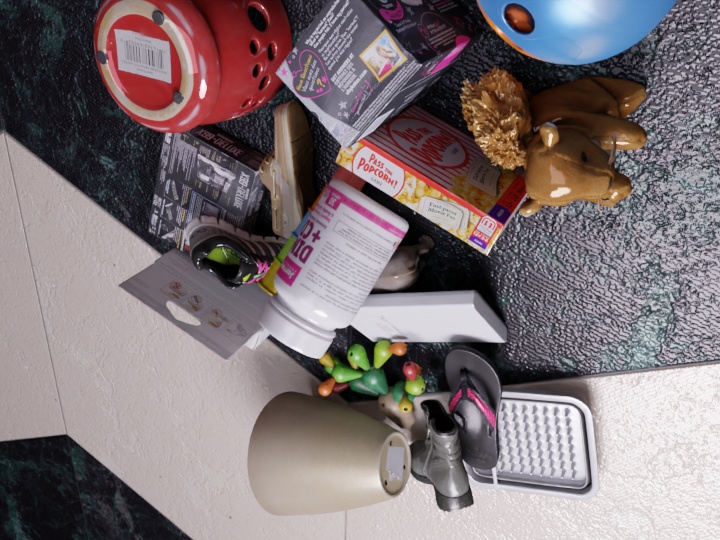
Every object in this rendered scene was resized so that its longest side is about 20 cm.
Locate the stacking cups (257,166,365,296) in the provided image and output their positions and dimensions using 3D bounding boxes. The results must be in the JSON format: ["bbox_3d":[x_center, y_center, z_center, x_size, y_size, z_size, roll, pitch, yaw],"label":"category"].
[{"bbox_3d":[-0.061,-0.052,0.987,0.060,0.060,0.201,34,99,8],"label":"stacking cups"}]

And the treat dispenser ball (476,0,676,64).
[{"bbox_3d":[0.198,-0.292,0.682,0.199,0.201,0.202,13,121,22],"label":"treat dispenser ball"}]

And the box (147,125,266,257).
[{"bbox_3d":[-0.226,-0.108,1.104,0.157,0.050,0.201,29,126,11],"label":"box"}]

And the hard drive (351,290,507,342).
[{"bbox_3d":[0.080,0.064,1.000,0.199,0.027,0.132,-3,154,29],"label":"hard drive"}]

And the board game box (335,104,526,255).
[{"bbox_3d":[0.092,-0.116,0.865,0.199,0.152,0.046,32,126,9],"label":"board game box"}]

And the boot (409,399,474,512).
[{"bbox_3d":[0.108,0.240,1.060,0.067,0.200,0.132,-11,99,-11],"label":"boot"}]

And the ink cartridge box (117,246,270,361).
[{"bbox_3d":[-0.231,0.051,1.114,0.199,0.174,0.044,33,126,9],"label":"ink cartridge box"}]

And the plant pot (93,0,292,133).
[{"bbox_3d":[-0.211,-0.273,0.929,0.199,0.183,0.202,14,124,22],"label":"plant pot"}]

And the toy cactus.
[{"bbox_3d":[0.029,0.175,1.088,0.199,0.103,0.165,-7,130,40],"label":"toy cactus"}]

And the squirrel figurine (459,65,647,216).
[{"bbox_3d":[0.190,-0.128,0.783,0.199,0.187,0.142,23,125,16],"label":"squirrel figurine"}]

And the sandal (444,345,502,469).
[{"bbox_3d":[0.153,0.195,1.011,0.075,0.045,0.202,2,116,28],"label":"sandal"}]

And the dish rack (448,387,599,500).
[{"bbox_3d":[0.230,0.232,1.045,0.199,0.044,0.173,0,114,28],"label":"dish rack"}]

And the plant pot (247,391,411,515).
[{"bbox_3d":[-0.032,0.277,1.112,0.199,0.187,0.189,-4,113,33],"label":"plant pot"}]

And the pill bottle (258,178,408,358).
[{"bbox_3d":[-0.036,-0.001,0.924,0.113,0.113,0.201,32,95,9],"label":"pill bottle"}]

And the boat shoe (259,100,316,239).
[{"bbox_3d":[-0.103,-0.129,1.012,0.069,0.074,0.201,6,119,18],"label":"boat shoe"}]

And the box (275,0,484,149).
[{"bbox_3d":[0.024,-0.237,0.806,0.115,0.200,0.132,47,127,0],"label":"box"}]

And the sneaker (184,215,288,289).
[{"bbox_3d":[-0.154,-0.007,1.058,0.199,0.088,0.074,21,124,-21],"label":"sneaker"}]

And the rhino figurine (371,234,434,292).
[{"bbox_3d":[0.000,0.000,1.016,0.199,0.087,0.060,-8,111,31],"label":"rhino figurine"}]
